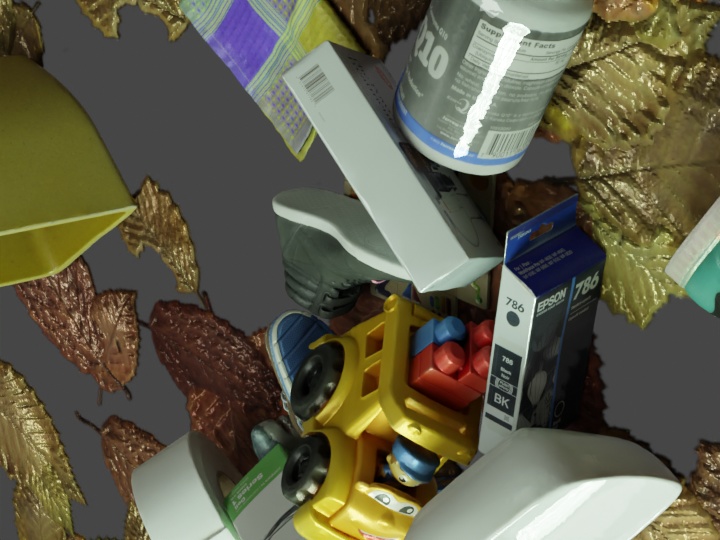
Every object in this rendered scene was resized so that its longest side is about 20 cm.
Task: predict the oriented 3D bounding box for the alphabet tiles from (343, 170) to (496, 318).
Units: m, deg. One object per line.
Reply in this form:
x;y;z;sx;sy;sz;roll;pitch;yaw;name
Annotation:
0.048;-0.054;1.465;0.166;0.006;0.202;23;124;37;alphabet tiles

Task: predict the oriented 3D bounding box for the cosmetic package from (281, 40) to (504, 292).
0.031;-0.080;1.353;0.051;0.151;0.201;-34;82;12;cosmetic package

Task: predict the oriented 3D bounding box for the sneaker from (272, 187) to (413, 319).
0.000;0.000;1.487;0.199;0.070;0.100;23;127;45;sneaker

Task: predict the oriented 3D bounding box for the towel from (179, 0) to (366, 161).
-0.080;-0.210;1.508;0.201;0.023;0.144;54;138;12;towel

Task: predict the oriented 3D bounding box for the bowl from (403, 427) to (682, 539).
0.132;0.191;1.344;0.200;0.199;0.075;-43;60;26;bowl

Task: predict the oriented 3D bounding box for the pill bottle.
0.104;-0.180;1.266;0.114;0.113;0.201;43;133;22;pill bottle

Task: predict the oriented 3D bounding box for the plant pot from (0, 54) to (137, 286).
-0.380;-0.104;1.749;0.195;0.193;0.202;-31;77;48;plant pot

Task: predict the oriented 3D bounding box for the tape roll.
-0.138;0.257;1.663;0.070;0.202;0.204;-32;83;4;tape roll

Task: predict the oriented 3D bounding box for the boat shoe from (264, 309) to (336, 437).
-0.037;0.122;1.558;0.072;0.072;0.201;3;128;54;boat shoe

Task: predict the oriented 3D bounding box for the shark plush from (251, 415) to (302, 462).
-0.066;0.227;1.656;0.090;0.083;0.202;24;125;35;shark plush

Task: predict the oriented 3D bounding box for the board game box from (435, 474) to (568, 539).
0.117;0.246;1.514;0.199;0.034;0.137;-15;98;47;board game box

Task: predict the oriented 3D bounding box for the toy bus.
0.042;0.123;1.413;0.135;0.201;0.192;29;136;-25;toy bus

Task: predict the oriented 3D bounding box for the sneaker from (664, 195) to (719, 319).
0.290;-0.037;1.184;0.080;0.071;0.201;45;140;14;sneaker

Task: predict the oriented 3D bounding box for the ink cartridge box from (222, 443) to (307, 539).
-0.030;0.265;1.535;0.146;0.084;0.200;47;-178;-25;ink cartridge box

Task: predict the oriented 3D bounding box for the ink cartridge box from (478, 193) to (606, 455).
0.144;0.048;1.346;0.039;0.099;0.202;26;127;33;ink cartridge box
